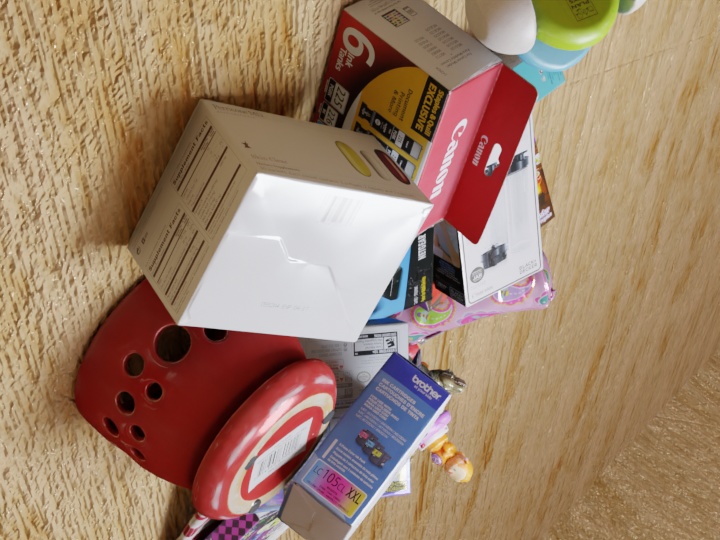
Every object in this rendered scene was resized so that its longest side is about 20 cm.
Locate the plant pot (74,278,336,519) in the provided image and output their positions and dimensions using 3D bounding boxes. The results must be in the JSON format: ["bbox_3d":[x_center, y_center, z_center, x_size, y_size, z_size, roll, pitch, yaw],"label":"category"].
[{"bbox_3d":[-0.133,0.111,1.537,0.200,0.182,0.201,-42,156,-24],"label":"plant pot"}]

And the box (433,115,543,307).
[{"bbox_3d":[0.132,-0.076,1.805,0.116,0.060,0.202,-26,125,-26],"label":"box"}]

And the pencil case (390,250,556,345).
[{"bbox_3d":[0.126,0.026,1.949,0.198,0.088,0.087,-17,162,10],"label":"pencil case"}]

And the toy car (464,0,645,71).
[{"bbox_3d":[0.152,-0.264,1.490,0.174,0.201,0.150,-23,157,-17],"label":"toy car"}]

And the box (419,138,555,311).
[{"bbox_3d":[0.123,-0.065,1.872,0.199,0.039,0.138,-36,130,-19],"label":"box"}]

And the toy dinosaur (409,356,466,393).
[{"bbox_3d":[0.046,0.127,1.932,0.047,0.089,0.199,-29,138,34],"label":"toy dinosaur"}]

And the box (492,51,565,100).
[{"bbox_3d":[0.121,-0.172,1.701,0.200,0.082,0.050,-37,113,-41],"label":"box"}]

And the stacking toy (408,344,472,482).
[{"bbox_3d":[0.068,0.176,2.023,0.109,0.201,0.116,-31,172,-44],"label":"stacking toy"}]

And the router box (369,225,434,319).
[{"bbox_3d":[0.000,0.000,1.712,0.148,0.051,0.200,-21,159,-6],"label":"router box"}]

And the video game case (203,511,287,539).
[{"bbox_3d":[-0.125,0.305,1.992,0.181,0.036,0.200,-24,161,-52],"label":"video game case"}]

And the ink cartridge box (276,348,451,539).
[{"bbox_3d":[0.012,0.169,1.622,0.200,0.076,0.137,-49,172,-24],"label":"ink cartridge box"}]

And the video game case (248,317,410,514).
[{"bbox_3d":[-0.047,0.148,1.715,0.198,0.045,0.183,-4,97,-21],"label":"video game case"}]

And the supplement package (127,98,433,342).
[{"bbox_3d":[-0.069,-0.039,1.429,0.199,0.111,0.156,7,122,-42],"label":"supplement package"}]

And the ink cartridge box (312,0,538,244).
[{"bbox_3d":[0.049,-0.126,1.523,0.084,0.175,0.201,-33,152,-40],"label":"ink cartridge box"}]

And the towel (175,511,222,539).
[{"bbox_3d":[-0.152,0.273,1.929,0.144,0.023,0.200,-31,165,-41],"label":"towel"}]
